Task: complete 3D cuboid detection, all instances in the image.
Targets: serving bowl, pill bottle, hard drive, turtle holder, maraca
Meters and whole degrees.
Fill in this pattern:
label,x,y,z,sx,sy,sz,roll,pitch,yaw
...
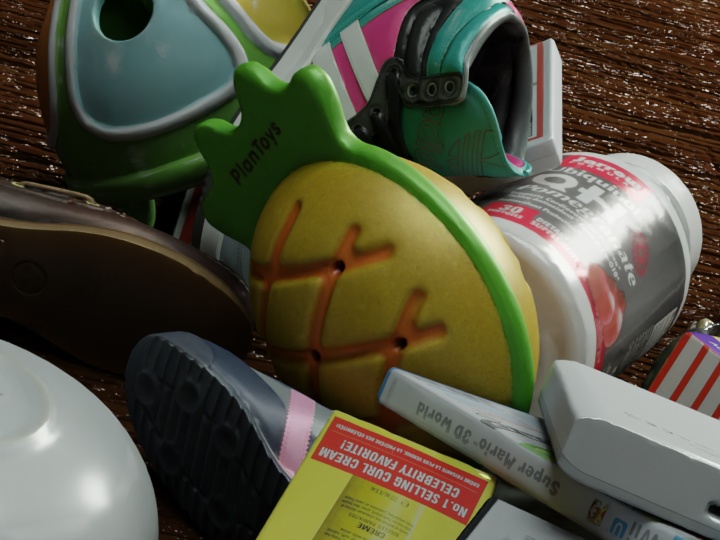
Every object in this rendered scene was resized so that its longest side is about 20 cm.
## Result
label,x,y,z,sx,sy,sz,roll,pitch,yaw
serving bowl,-0.169,0.071,1.050,0.199,0.066,0.200,16,24,-7
pill bottle,0.095,0.005,1.314,0.110,0.111,0.200,27,26,18
hard drive,0.135,0.078,1.040,0.132,0.027,0.200,23,5,0
turtle holder,-0.075,-0.104,1.327,0.185,0.132,0.141,-9,21,35
maraca,0.000,0.000,1.168,0.107,0.137,0.200,-29,76,-44

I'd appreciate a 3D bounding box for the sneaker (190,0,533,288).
label,x,y,z,sx,sy,sz,roll,pitch,yaw
sneaker,0.016,-0.056,1.246,0.121,0.200,0.084,23,-14,35

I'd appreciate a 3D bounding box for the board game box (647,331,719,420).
label,x,y,z,sx,sy,sz,roll,pitch,yaw
board game box,0.239,0.097,1.239,0.151,0.046,0.200,41,18,34

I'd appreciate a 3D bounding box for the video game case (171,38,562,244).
label,x,y,z,sx,sy,sz,roll,pitch,yaw
video game case,0.005,-0.056,1.352,0.199,0.017,0.143,-17,22,12

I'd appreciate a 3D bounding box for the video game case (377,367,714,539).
label,x,y,z,sx,sy,sz,roll,pitch,yaw
video game case,0.113,0.093,1.046,0.143,0.018,0.200,21,4,-36

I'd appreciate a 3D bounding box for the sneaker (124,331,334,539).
label,x,y,z,sx,sy,sz,roll,pitch,yaw
sneaker,-0.011,0.090,1.118,0.200,0.070,0.082,40,37,24

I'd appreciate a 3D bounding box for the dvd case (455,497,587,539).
label,x,y,z,sx,sy,sz,roll,pitch,yaw
dvd case,0.109,0.147,0.890,0.199,0.018,0.143,24,24,12

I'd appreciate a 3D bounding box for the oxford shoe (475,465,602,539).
label,x,y,z,sx,sy,sz,roll,pitch,yaw
oxford shoe,0.134,0.099,1.214,0.199,0.058,0.075,5,26,-30

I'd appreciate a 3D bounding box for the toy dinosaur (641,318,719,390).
label,x,y,z,sx,sy,sz,roll,pitch,yaw
toy dinosaur,0.163,0.046,1.292,0.048,0.088,0.200,59,23,6

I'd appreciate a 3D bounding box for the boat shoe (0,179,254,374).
label,x,y,z,sx,sy,sz,roll,pitch,yaw
boat shoe,-0.141,-0.008,1.226,0.199,0.071,0.070,18,29,-2

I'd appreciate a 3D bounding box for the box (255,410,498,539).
label,x,y,z,sx,sy,sz,roll,pitch,yaw
box,-0.018,0.139,0.967,0.075,0.050,0.200,23,41,9
